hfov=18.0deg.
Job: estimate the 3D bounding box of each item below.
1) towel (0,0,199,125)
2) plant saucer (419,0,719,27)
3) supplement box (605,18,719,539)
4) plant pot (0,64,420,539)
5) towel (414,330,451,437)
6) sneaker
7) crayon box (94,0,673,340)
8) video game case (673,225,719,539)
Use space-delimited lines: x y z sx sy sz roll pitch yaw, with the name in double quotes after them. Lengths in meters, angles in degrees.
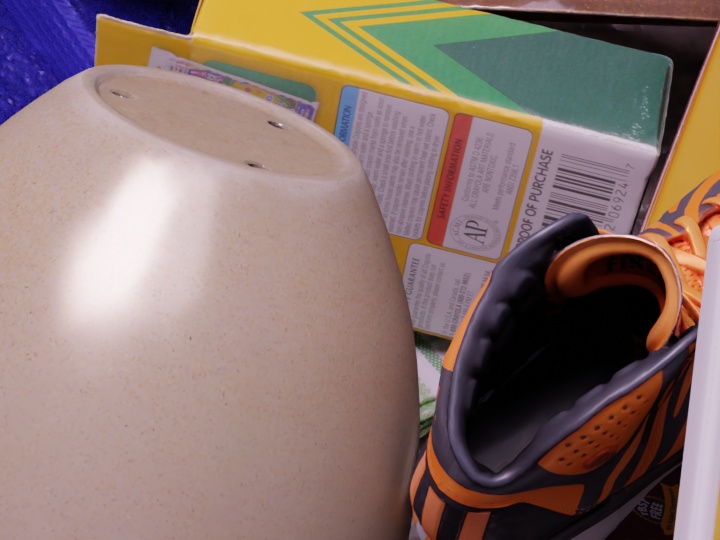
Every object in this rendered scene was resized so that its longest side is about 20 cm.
-0.119 -0.097 0.882 0.200 0.049 0.148 -37 94 -44 "towel"
0.062 -0.118 0.900 0.199 0.200 0.037 3 95 -5 "plant saucer"
0.188 0.036 0.805 0.199 0.133 0.198 20 64 8 "supplement box"
-0.064 0.014 0.713 0.199 0.135 0.200 17 17 -5 "plant pot"
0.000 0.000 0.892 0.199 0.031 0.150 -23 60 -23 "towel"
0.099 0.011 0.677 0.078 0.112 0.200 41 69 18 "sneaker"
0.003 -0.042 0.831 0.198 0.126 0.052 14 49 2 "crayon box"
0.172 0.098 0.615 0.181 0.023 0.202 7 89 -7 "video game case"
